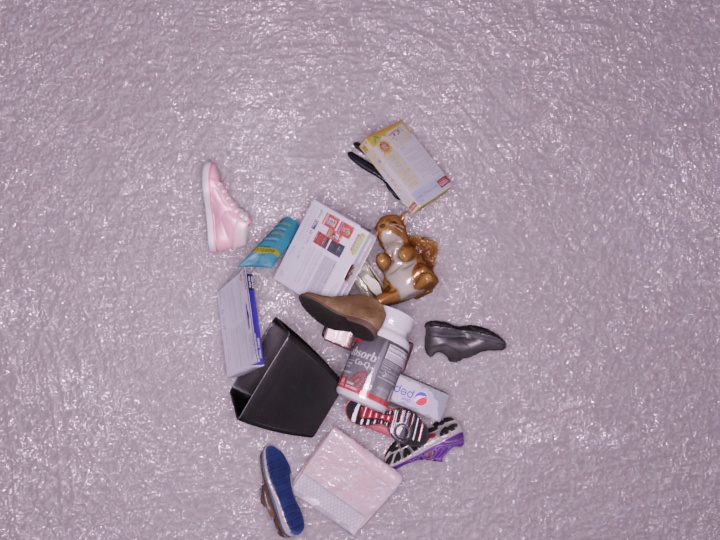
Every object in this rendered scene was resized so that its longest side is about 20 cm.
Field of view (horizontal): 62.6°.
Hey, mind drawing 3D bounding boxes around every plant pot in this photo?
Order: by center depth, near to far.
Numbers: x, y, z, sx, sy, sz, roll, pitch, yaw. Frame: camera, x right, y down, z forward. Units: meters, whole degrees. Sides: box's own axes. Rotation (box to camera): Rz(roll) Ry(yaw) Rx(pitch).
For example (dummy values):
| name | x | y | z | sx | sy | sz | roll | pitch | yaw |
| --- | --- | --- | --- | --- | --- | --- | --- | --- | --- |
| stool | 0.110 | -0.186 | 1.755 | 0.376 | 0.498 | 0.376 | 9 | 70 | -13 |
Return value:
| name | x | y | z | sx | sy | sz | roll | pitch | yaw |
| --- | --- | --- | --- | --- | --- | --- | --- | --- | --- |
| plant pot | -0.153 | 0.249 | 1.294 | 0.176 | 0.199 | 0.202 | 34 | 85 | -17 |

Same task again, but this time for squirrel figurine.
| name | x | y | z | sx | sy | sz | roll | pitch | yaw |
| --- | --- | --- | --- | --- | --- | --- | --- | --- | --- |
| squirrel figurine | 0.098 | -0.032 | 1.342 | 0.140 | 0.199 | 0.189 | -29 | 74 | 27 |

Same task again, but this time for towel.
| name | x | y | z | sx | sy | sz | roll | pitch | yaw |
| --- | --- | --- | --- | --- | --- | --- | --- | --- | --- |
| towel | -0.036 | 0.484 | 1.352 | 0.199 | 0.032 | 0.192 | 36 | 100 | -4 |

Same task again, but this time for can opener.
| name | x | y | z | sx | sy | sz | roll | pitch | yaw |
| --- | --- | --- | --- | --- | --- | --- | --- | --- | --- |
| can opener | 0.058 | -0.233 | 1.386 | 0.200 | 0.079 | 0.064 | 42 | 93 | 6 |

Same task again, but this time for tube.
| name | x | y | z | sx | sy | sz | roll | pitch | yaw |
| --- | --- | --- | --- | --- | --- | --- | --- | --- | --- |
| tube | -0.191 | -0.052 | 1.292 | 0.076 | 0.201 | 0.051 | -2 | 119 | 19 |

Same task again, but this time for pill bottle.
| name | x | y | z | sx | sy | sz | roll | pitch | yaw |
| --- | --- | --- | --- | --- | --- | --- | --- | --- | --- |
| pill bottle | 0.035 | 0.182 | 1.241 | 0.114 | 0.116 | 0.202 | 24 | 76 | -5 |

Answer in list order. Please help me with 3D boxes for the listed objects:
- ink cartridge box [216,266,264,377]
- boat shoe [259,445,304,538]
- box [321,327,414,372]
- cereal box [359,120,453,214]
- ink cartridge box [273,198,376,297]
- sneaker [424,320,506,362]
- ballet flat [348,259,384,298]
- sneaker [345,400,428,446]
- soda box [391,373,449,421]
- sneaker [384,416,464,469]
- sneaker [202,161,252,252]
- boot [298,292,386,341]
| name | x | y | z | sx | sy | sz | roll | pitch | yaw |
| --- | --- | --- | --- | --- | --- | --- | --- | --- | --- |
| ink cartridge box | -0.249 | 0.114 | 1.261 | 0.040 | 0.199 | 0.203 | -2 | 75 | -31 |
| boat shoe | -0.193 | 0.499 | 1.330 | 0.072 | 0.072 | 0.202 | -34 | 65 | 33 |
| box | 0.015 | 0.158 | 1.352 | 0.198 | 0.100 | 0.076 | 25 | 86 | -5 |
| cereal box | 0.107 | -0.239 | 1.354 | 0.143 | 0.040 | 0.201 | -33 | 84 | -41 |
| ink cartridge box | -0.067 | -0.025 | 1.314 | 0.174 | 0.084 | 0.202 | 31 | 95 | 18 |
| sneaker | 0.243 | 0.174 | 1.398 | 0.197 | 0.076 | 0.092 | 8 | 98 | 1 |
| ballet flat | 0.000 | 0.000 | 1.371 | 0.069 | 0.069 | 0.201 | -38 | 92 | -5 |
| sneaker | 0.062 | 0.338 | 1.350 | 0.198 | 0.087 | 0.075 | 22 | 79 | 3 |
| soda box | 0.102 | 0.279 | 1.376 | 0.198 | 0.063 | 0.069 | 23 | 85 | -5 |
| sneaker | 0.153 | 0.420 | 1.376 | 0.197 | 0.081 | 0.084 | -22 | 108 | 0 |
| sneaker | -0.297 | -0.145 | 1.338 | 0.103 | 0.075 | 0.204 | -4 | 97 | -2 |
| boot | -0.037 | 0.080 | 1.230 | 0.198 | 0.074 | 0.076 | 19 | 55 | 26 |
